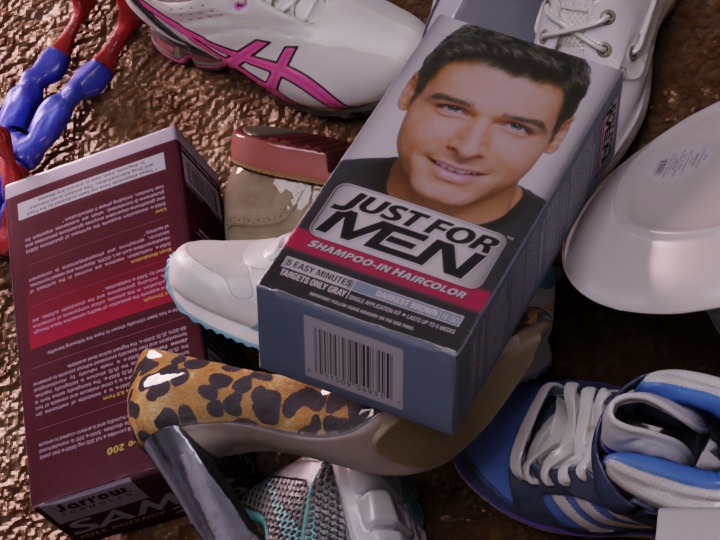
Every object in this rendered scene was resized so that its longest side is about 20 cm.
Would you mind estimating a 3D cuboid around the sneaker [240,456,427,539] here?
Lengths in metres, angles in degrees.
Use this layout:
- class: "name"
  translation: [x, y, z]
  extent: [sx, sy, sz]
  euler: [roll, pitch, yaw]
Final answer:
- class: "sneaker"
  translation: [-0.009, 0.170, 1.177]
  extent: [0.091, 0.078, 0.200]
  euler: [-24, 48, 14]

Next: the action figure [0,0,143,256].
- class: "action figure"
  translation: [-0.204, -0.087, 1.377]
  extent: [0.065, 0.099, 0.200]
  euler: [17, 74, 30]

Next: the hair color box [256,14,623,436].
- class: "hair color box"
  translation: [0.040, -0.026, 1.132]
  extent: [0.099, 0.061, 0.200]
  euler: [19, 49, 17]

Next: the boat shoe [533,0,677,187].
- class: "boat shoe"
  translation: [0.120, -0.131, 1.272]
  extent: [0.071, 0.069, 0.200]
  euler: [11, 67, 27]

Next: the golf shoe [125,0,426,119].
- class: "golf shoe"
  translation: [-0.052, -0.140, 1.341]
  extent: [0.200, 0.092, 0.073]
  euler: [16, 71, 27]

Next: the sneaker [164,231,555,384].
- class: "sneaker"
  translation: [0.000, 0.000, 1.216]
  extent: [0.200, 0.077, 0.081]
  euler: [7, 112, 13]

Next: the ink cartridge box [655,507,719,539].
- class: "ink cartridge box"
  translation: [0.233, 0.159, 1.030]
  extent: [0.200, 0.146, 0.084]
  euler: [-2, 65, 22]

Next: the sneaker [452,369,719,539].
- class: "sneaker"
  translation: [0.116, 0.074, 1.123]
  extent: [0.200, 0.146, 0.081]
  euler: [16, 71, 28]

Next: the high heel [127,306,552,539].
- class: "high heel"
  translation: [-0.017, 0.043, 1.172]
  extent: [0.200, 0.071, 0.143]
  euler: [-35, 52, 1]

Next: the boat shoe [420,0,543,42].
- class: "boat shoe"
  translation: [0.079, -0.180, 1.324]
  extent: [0.070, 0.071, 0.200]
  euler: [15, 70, 45]

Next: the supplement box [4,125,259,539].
- class: "supplement box"
  translation: [-0.123, 0.033, 1.298]
  extent: [0.109, 0.061, 0.200]
  euler: [-18, 58, 15]

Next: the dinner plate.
- class: "dinner plate"
  translation: [0.183, -0.046, 1.130]
  extent: [0.200, 0.024, 0.200]
  euler: [-23, 23, 10]

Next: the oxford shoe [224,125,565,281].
- class: "oxford shoe"
  translation: [0.020, -0.018, 1.275]
  extent: [0.200, 0.070, 0.075]
  euler: [18, 104, 24]

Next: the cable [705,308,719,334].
- class: "cable"
  translation: [0.251, -0.018, 1.118]
  extent: [0.200, 0.069, 0.200]
  euler: [-23, 24, 8]
